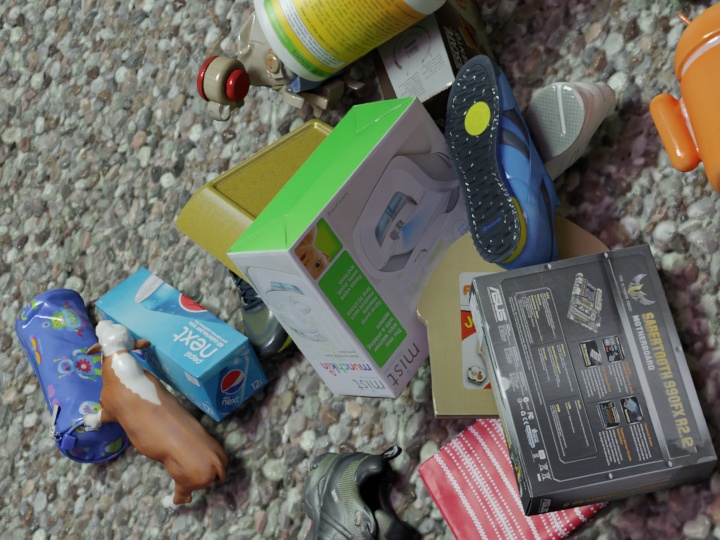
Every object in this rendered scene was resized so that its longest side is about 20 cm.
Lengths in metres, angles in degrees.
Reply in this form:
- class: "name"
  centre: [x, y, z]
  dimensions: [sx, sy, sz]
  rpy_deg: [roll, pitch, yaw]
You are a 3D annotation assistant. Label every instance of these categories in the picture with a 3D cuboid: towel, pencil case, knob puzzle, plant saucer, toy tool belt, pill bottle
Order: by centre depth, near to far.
- class: "knob puzzle"
  centre: [0.146, 0.035, 1.509]
  dimensions: [0.217, 0.031, 0.222]
  rpy_deg: [0, 64, 0]
- class: "towel"
  centre: [0.149, 0.167, 1.519]
  dimensions: [0.200, 0.022, 0.145]
  rpy_deg: [-42, 54, 19]
- class: "pill bottle"
  centre: [0.011, -0.263, 1.574]
  dimensions: [0.199, 0.111, 0.112]
  rpy_deg: [-28, 59, 27]
- class: "plant saucer"
  centre: [-0.051, -0.069, 1.671]
  dimensions: [0.199, 0.049, 0.200]
  rpy_deg: [-33, 45, -24]
- class: "toy tool belt"
  centre: [-0.054, -0.213, 1.727]
  dimensions: [0.122, 0.126, 0.200]
  rpy_deg: [19, 42, 32]
- class: "pencil case"
  centre: [-0.309, 0.112, 1.865]
  dimensions: [0.078, 0.086, 0.201]
  rpy_deg: [-59, 44, 37]

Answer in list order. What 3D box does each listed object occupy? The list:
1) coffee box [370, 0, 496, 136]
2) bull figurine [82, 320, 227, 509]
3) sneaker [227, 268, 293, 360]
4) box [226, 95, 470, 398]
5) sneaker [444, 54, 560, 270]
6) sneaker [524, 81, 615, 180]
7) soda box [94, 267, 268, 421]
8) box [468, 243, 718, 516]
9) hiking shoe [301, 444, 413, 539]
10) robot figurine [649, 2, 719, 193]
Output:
- class: "coffee box"
  centre: [0.065, -0.219, 1.663]
  dimensions: [0.079, 0.114, 0.201]
  rpy_deg: [-30, 57, 26]
- class: "bull figurine"
  centre: [-0.211, 0.144, 1.732]
  dimensions: [0.200, 0.065, 0.122]
  rpy_deg: [49, 146, 7]
- class: "sneaker"
  centre: [-0.112, -0.005, 1.750]
  dimensions: [0.074, 0.081, 0.202]
  rpy_deg: [-27, 60, 29]
- class: "box"
  centre: [0.012, -0.019, 1.539]
  dimensions: [0.096, 0.177, 0.200]
  rpy_deg: [-2, 41, 52]
- class: "sneaker"
  centre: [0.128, -0.089, 1.519]
  dimensions: [0.066, 0.078, 0.202]
  rpy_deg: [-31, 60, 40]
- class: "sneaker"
  centre: [0.160, -0.101, 1.580]
  dimensions: [0.200, 0.080, 0.071]
  rpy_deg: [-43, 73, 43]
- class: "soda box"
  centre: [-0.183, 0.071, 1.767]
  dimensions: [0.068, 0.064, 0.199]
  rpy_deg: [-38, 41, -21]
- class: "box"
  centre: [0.187, 0.087, 1.439]
  dimensions: [0.157, 0.048, 0.202]
  rpy_deg: [-11, 65, -7]
- class: "hiking shoe"
  centre: [-0.004, 0.255, 1.575]
  dimensions: [0.100, 0.075, 0.202]
  rpy_deg: [-16, 64, 37]
- class: "robot figurine"
  centre: [0.324, -0.138, 1.427]
  dimensions: [0.144, 0.116, 0.202]
  rpy_deg: [-42, 51, 46]
